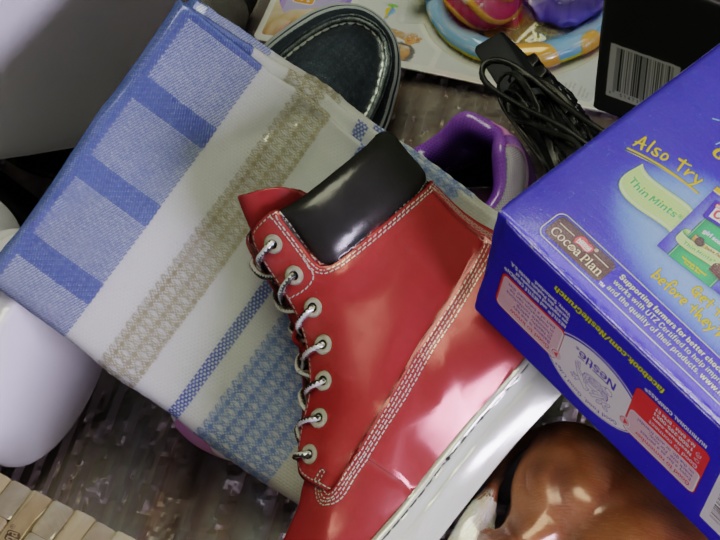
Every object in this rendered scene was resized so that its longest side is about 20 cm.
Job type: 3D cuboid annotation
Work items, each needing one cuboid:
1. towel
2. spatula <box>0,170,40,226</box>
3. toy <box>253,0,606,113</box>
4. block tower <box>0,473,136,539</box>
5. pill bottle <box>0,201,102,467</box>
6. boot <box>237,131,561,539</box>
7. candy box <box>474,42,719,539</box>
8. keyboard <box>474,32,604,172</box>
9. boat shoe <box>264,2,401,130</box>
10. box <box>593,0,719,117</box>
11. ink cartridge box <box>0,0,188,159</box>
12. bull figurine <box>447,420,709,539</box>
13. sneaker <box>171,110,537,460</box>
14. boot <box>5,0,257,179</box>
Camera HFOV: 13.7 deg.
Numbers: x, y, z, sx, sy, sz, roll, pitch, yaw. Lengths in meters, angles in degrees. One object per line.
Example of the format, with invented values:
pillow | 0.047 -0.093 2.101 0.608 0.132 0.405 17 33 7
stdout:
towel | -0.030 0.002 1.204 0.200 0.024 0.147 35 87 -8
spatula | -0.193 -0.066 1.389 0.056 0.021 0.200 -16 48 -40
toy | 0.059 -0.141 1.397 0.200 0.047 0.115 11 53 19
block tower | -0.176 0.104 1.205 0.200 0.058 0.054 25 58 18
pill bottle | -0.213 0.006 1.269 0.200 0.113 0.113 21 55 24
boot | -0.019 0.050 1.164 0.144 0.072 0.200 40 80 -6
candy box | 0.172 -0.001 1.134 0.200 0.077 0.169 -36 70 -25
keyboard | 0.114 -0.034 1.258 0.040 0.104 0.200 -43 49 15
boat shoe | -0.036 -0.051 1.295 0.071 0.091 0.200 38 64 -2
box | 0.223 -0.097 1.291 0.200 0.079 0.141 23 37 27
ink cartridge box | -0.180 -0.166 1.282 0.146 0.147 0.200 -12 50 -43
bull figurine | 0.116 0.135 1.135 0.121 0.065 0.200 -38 54 -22
sneaker | 0.000 0.000 1.258 0.200 0.089 0.080 -35 54 -18
boot | -0.152 -0.106 1.387 0.200 0.070 0.132 6 52 13
